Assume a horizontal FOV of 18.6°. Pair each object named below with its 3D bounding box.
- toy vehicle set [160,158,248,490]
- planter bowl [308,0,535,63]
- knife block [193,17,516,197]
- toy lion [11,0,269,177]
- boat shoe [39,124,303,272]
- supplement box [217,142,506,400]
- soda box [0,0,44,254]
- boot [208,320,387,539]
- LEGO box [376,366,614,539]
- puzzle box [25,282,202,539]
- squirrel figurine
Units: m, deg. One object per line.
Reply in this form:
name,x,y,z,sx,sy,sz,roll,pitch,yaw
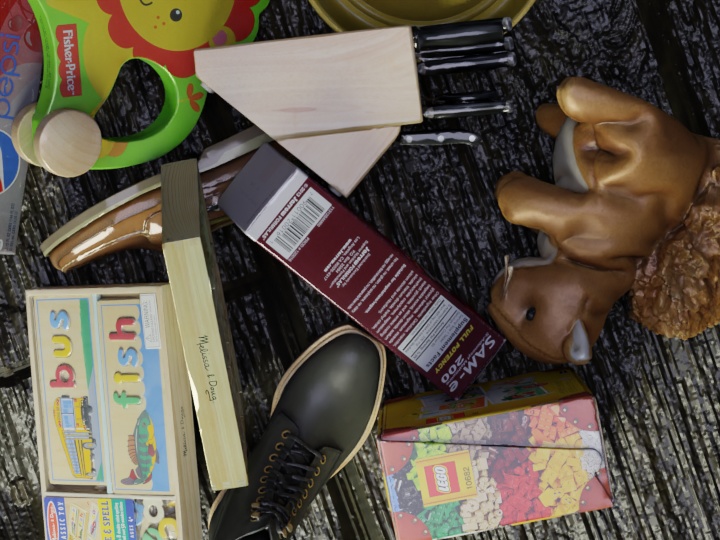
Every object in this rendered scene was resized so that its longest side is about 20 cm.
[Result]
toy vehicle set,-0.109,0.038,1.540,0.026,0.124,0.201,-9,119,0
planter bowl,0.045,-0.250,1.577,0.200,0.083,0.201,0,94,1
knife block,0.006,-0.147,1.549,0.200,0.064,0.176,38,91,-5
toy lion,-0.155,-0.177,1.573,0.191,0.069,0.201,-8,103,-27
boat shoe,-0.133,-0.039,1.599,0.200,0.072,0.068,-27,92,3
supplement box,0.000,0.000,1.554,0.200,0.109,0.061,39,91,-20
soda box,-0.278,-0.115,1.589,0.070,0.063,0.201,6,94,-37
boot,-0.045,0.143,1.560,0.077,0.138,0.200,27,105,-4
LEGO box,0.091,0.126,1.542,0.148,0.200,0.077,-11,93,2
puzzle box,-0.181,0.109,1.601,0.133,0.025,0.201,-3,94,34
squirrel figurine,0.185,-0.015,1.556,0.199,0.142,0.187,19,84,-9
